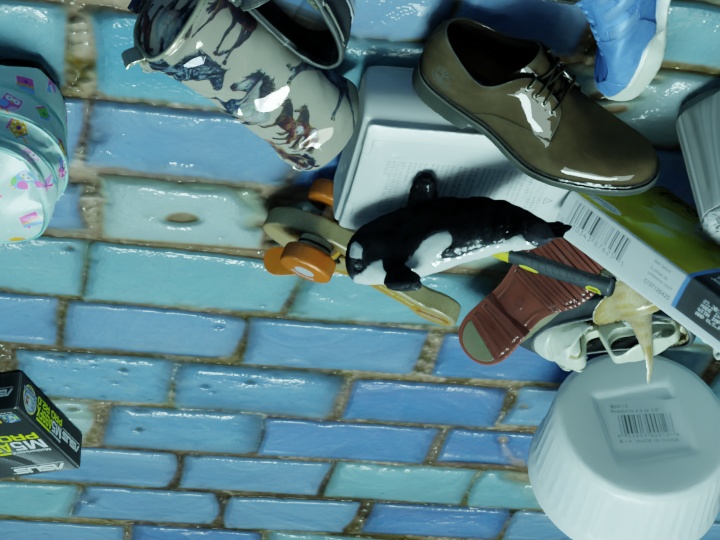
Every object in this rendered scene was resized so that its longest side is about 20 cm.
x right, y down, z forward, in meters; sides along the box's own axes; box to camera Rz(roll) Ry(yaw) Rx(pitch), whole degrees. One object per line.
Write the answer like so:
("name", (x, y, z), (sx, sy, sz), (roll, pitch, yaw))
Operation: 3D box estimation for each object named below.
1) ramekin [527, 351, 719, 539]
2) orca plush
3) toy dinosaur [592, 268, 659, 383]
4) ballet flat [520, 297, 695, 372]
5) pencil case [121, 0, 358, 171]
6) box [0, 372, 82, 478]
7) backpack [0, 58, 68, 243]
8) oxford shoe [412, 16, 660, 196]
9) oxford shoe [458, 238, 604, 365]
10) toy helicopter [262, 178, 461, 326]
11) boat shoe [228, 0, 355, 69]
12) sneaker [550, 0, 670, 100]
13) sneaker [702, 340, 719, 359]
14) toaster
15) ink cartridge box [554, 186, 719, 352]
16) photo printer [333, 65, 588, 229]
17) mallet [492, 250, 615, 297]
("ramekin", (0.272, 0.177, 1.722), (0.199, 0.201, 0.098), (2, 142, -4))
("orca plush", (0.059, -0.037, 1.334), (0.200, 0.105, 0.071), (-1, 119, 52))
("toy dinosaur", (0.252, 0.021, 1.546), (0.101, 0.058, 0.200), (-38, 147, 2))
("ballet flat", (0.225, 0.059, 1.640), (0.199, 0.073, 0.073), (-7, 149, 12))
("pencil case", (-0.083, -0.145, 1.283), (0.089, 0.078, 0.200), (-36, 137, 20))
("box", (-0.420, 0.173, 1.852), (0.199, 0.044, 0.160), (-8, 148, 13))
("backpack", (-0.323, -0.089, 1.333), (0.199, 0.127, 0.167), (-4, 146, 0))
("oxford shoe", (0.133, -0.120, 1.270), (0.199, 0.073, 0.084), (28, 150, 3))
("oxford shoe", (0.171, 0.007, 1.576), (0.200, 0.071, 0.075), (-39, 178, 33))
("toy helicopter", (0.000, 0.000, 1.526), (0.200, 0.079, 0.132), (30, 162, -23))
("boat shoe", (-0.070, -0.204, 1.196), (0.070, 0.066, 0.200), (-16, 146, 25))
("sneaker", (0.161, -0.196, 1.198), (0.111, 0.077, 0.200), (-1, 146, -10))
("sneaker", (0.349, 0.036, 1.584), (0.088, 0.075, 0.200), (-19, 148, 6))
("toaster", (0.342, -0.088, 1.334), (0.200, 0.130, 0.113), (-25, 142, 35))
("ink cartridge box", (0.287, -0.003, 1.398), (0.200, 0.197, 0.047), (-9, 129, -48))
("photo printer", (0.087, -0.090, 1.387), (0.199, 0.070, 0.167), (4, 150, -8))
("mallet", (0.122, -0.011, 1.480), (0.199, 0.041, 0.066), (22, 160, 15))
